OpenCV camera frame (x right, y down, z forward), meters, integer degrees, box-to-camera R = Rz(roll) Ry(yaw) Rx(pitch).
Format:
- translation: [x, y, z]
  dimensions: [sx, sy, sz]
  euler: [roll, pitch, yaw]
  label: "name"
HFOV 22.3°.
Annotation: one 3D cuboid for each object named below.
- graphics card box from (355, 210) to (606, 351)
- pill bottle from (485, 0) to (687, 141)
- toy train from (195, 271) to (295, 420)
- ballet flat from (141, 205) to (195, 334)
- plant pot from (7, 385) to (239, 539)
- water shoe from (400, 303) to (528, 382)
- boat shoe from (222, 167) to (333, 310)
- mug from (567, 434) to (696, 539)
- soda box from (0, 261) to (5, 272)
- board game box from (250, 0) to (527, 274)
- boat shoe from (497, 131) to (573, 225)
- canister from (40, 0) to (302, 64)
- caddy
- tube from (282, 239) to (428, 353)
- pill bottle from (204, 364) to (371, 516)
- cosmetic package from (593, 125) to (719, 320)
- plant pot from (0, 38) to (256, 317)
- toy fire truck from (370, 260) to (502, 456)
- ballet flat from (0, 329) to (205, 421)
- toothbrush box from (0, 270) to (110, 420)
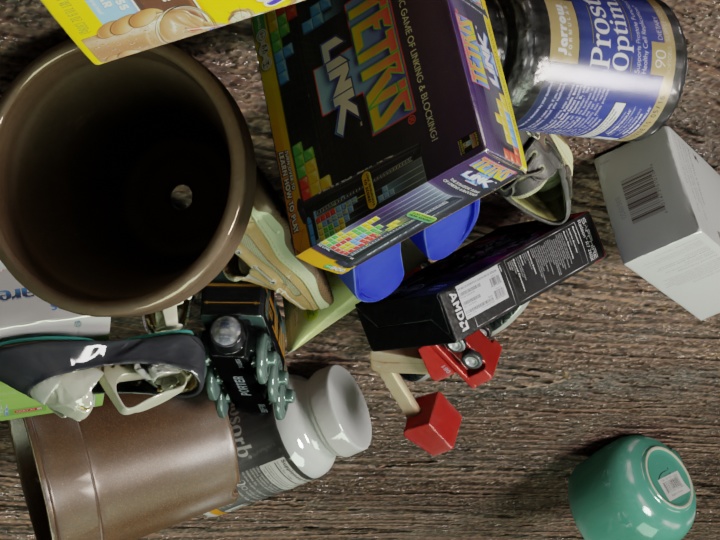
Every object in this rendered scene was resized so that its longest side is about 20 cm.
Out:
- translation: [0.107, 0.009, 1.618]
  dimensions: [0.199, 0.051, 0.125]
  euler: [-28, -168, -35]
  label: "graphics card box"
- translation: [0.132, -0.157, 1.336]
  dimensions: [0.198, 0.113, 0.112]
  euler: [3, 151, -32]
  label: "pill bottle"
- translation: [-0.106, 0.066, 1.690]
  dimensions: [0.084, 0.115, 0.200]
  euler: [1, 158, 8]
  label: "toy train"
- translation: [-0.170, 0.010, 1.592]
  dimensions: [0.068, 0.072, 0.201]
  euler: [-9, 155, -7]
  label: "ballet flat"
- translation: [-0.232, 0.183, 1.802]
  dimensions: [0.196, 0.202, 0.201]
  euler: [-13, 157, -17]
  label: "plant pot"
- translation: [0.108, 0.040, 1.824]
  dimensions: [0.200, 0.072, 0.079]
  euler: [-36, 173, 40]
  label: "water shoe"
- translation: [-0.085, -0.017, 1.574]
  dimensions: [0.076, 0.072, 0.200]
  euler: [-28, 143, 4]
  label: "boat shoe"
- translation: [0.361, 0.279, 2.363]
  dimensions: [0.151, 0.186, 0.114]
  euler: [30, 134, -23]
  label: "mug"
- translation: [-0.341, -0.053, 1.377]
  dimensions: [0.063, 0.069, 0.199]
  euler: [-27, 152, 28]
  label: "soda box"
- translation: [0.014, -0.123, 1.244]
  dimensions: [0.164, 0.202, 0.056]
  euler: [-30, 149, 31]
  label: "board game box"
- translation: [0.136, -0.093, 1.530]
  dimensions: [0.071, 0.067, 0.201]
  euler: [-23, 155, 18]
  label: "boat shoe"
- translation: [-0.101, -0.210, 1.141]
  dimensions: [0.198, 0.087, 0.149]
  euler: [-16, 155, 10]
  label: "canister"
- translation: [0.018, -0.067, 1.488]
  dimensions: [0.141, 0.105, 0.200]
  euler: [-33, 159, -13]
  label: "caddy"
- translation: [0.000, 0.000, 1.662]
  dimensions: [0.199, 0.052, 0.058]
  euler: [-33, -176, 31]
  label: "tube"
- translation: [-0.096, 0.178, 1.934]
  dimensions: [0.198, 0.118, 0.116]
  euler: [-23, 154, 20]
  label: "pill bottle"
- translation: [0.297, -0.039, 1.672]
  dimensions: [0.081, 0.114, 0.199]
  euler: [-24, 155, 24]
  label: "cosmetic package"
- translation: [-0.155, -0.064, 1.340]
  dimensions: [0.198, 0.202, 0.174]
  euler: [-18, 173, 12]
  label: "plant pot"
- translation: [0.058, 0.082, 1.778]
  dimensions: [0.140, 0.049, 0.200]
  euler: [-28, 116, 37]
  label: "toy fire truck"
- translation: [-0.219, 0.090, 1.542]
  dimensions: [0.198, 0.074, 0.073]
  euler: [-3, 154, -29]
  label: "ballet flat"
- translation: [-0.299, 0.054, 1.604]
  dimensions: [0.144, 0.087, 0.200]
  euler: [-8, 156, -13]
  label: "toothbrush box"
